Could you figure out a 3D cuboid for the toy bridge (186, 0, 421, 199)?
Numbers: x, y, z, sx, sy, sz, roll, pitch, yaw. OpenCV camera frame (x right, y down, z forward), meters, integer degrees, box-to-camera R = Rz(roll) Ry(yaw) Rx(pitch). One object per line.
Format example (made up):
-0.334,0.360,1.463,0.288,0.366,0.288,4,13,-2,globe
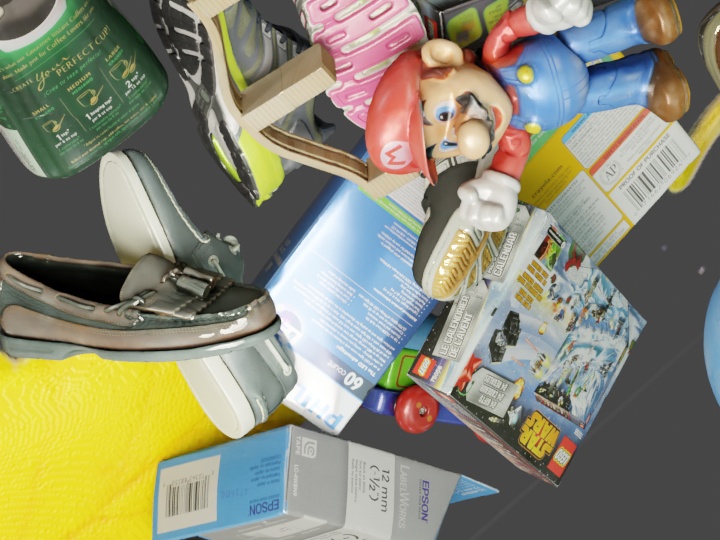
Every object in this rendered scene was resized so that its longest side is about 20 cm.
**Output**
-0.046,-0.109,1.363,0.067,0.027,0.200,-29,129,21,toy bridge

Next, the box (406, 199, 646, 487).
0.117,0.052,1.541,0.138,0.040,0.200,-61,146,-9,box

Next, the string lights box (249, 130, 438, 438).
0.000,0.000,1.514,0.103,0.059,0.200,37,93,-12,string lights box

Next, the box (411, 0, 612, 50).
0.109,-0.199,1.465,0.199,0.110,0.035,-21,126,-22,box

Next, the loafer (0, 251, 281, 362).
-0.143,0.018,1.382,0.072,0.199,0.063,-37,119,-56,loafer

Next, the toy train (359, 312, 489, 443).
0.087,0.059,1.624,0.199,0.084,0.117,10,97,-37,toy train

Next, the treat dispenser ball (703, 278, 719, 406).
0.359,0.054,1.712,0.200,0.201,0.202,-16,123,-25,treat dispenser ball

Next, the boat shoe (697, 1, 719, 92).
0.311,-0.115,1.667,0.076,0.074,0.200,-42,130,-5,boat shoe

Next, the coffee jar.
-0.199,-0.154,1.304,0.104,0.085,0.200,-37,131,-6,coffee jar

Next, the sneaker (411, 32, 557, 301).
0.060,-0.077,1.449,0.076,0.087,0.201,70,38,-65,sneaker

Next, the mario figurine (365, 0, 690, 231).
0.100,-0.097,1.348,0.199,0.106,0.124,-18,86,-6,mario figurine

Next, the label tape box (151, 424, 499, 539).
-0.023,0.169,1.564,0.199,0.143,0.067,22,62,-38,label tape box

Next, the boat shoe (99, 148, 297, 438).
-0.103,0.006,1.447,0.062,0.073,0.201,-31,102,-25,boat shoe

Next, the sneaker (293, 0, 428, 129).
-0.014,-0.181,1.400,0.073,0.088,0.201,-26,116,8,sneaker

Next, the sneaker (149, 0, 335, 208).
-0.072,-0.137,1.417,0.081,0.074,0.201,-36,137,-20,sneaker

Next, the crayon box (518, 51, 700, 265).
0.137,-0.102,1.577,0.126,0.052,0.200,-47,132,-1,crayon box
